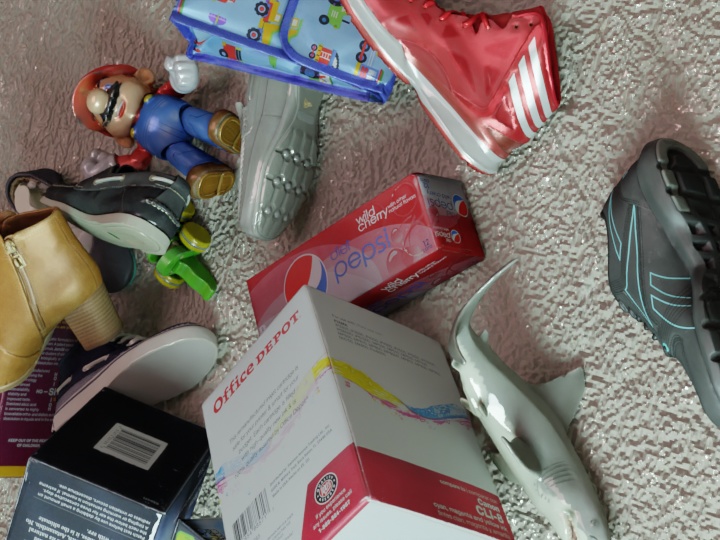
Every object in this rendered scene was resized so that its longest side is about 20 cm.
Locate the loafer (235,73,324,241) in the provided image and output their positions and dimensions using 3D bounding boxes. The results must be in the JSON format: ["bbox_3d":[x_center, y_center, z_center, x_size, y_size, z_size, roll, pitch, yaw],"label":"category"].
[{"bbox_3d":[-0.074,-0.126,1.115,0.069,0.070,0.203,7,79,36],"label":"loafer"}]

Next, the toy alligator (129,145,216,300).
[{"bbox_3d":[-0.195,-0.050,1.222,0.059,0.054,0.201,-49,55,25],"label":"toy alligator"}]

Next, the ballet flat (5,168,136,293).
[{"bbox_3d":[-0.302,-0.043,1.308,0.200,0.073,0.074,42,111,37],"label":"ballet flat"}]

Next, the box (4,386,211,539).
[{"bbox_3d":[-0.220,0.234,1.093,0.122,0.200,0.201,22,103,2],"label":"box"}]

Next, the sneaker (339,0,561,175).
[{"bbox_3d":[0.075,-0.182,0.967,0.115,0.078,0.201,-38,93,19],"label":"sneaker"}]

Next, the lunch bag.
[{"bbox_3d":[-0.033,-0.228,1.054,0.197,0.094,0.153,17,81,6],"label":"lunch bag"}]

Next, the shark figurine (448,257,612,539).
[{"bbox_3d":[0.115,0.082,0.895,0.089,0.216,0.128,-34,20,-9],"label":"shark figurine"}]

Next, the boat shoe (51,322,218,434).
[{"bbox_3d":[-0.216,0.081,1.216,0.199,0.074,0.094,-32,47,23],"label":"boat shoe"}]

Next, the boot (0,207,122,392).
[{"bbox_3d":[-0.329,0.027,1.184,0.199,0.145,0.071,-23,25,12],"label":"boot"}]

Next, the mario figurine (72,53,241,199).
[{"bbox_3d":[-0.203,-0.137,1.203,0.199,0.107,0.124,26,63,34],"label":"mario figurine"}]

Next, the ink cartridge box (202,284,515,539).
[{"bbox_3d":[-0.008,0.143,0.934,0.145,0.144,0.201,-47,39,26],"label":"ink cartridge box"}]

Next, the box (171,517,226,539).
[{"bbox_3d":[-0.050,0.255,1.011,0.199,0.109,0.035,28,102,40],"label":"box"}]

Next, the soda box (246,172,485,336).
[{"bbox_3d":[0.000,0.000,1.033,0.199,0.063,0.071,-32,64,35],"label":"soda box"}]

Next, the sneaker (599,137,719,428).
[{"bbox_3d":[0.211,0.016,0.846,0.079,0.075,0.202,-40,51,44],"label":"sneaker"}]

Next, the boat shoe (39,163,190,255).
[{"bbox_3d":[-0.222,-0.061,1.174,0.199,0.072,0.068,9,71,49],"label":"boat shoe"}]

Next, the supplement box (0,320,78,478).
[{"bbox_3d":[-0.355,0.098,1.325,0.109,0.085,0.203,14,93,42],"label":"supplement box"}]
